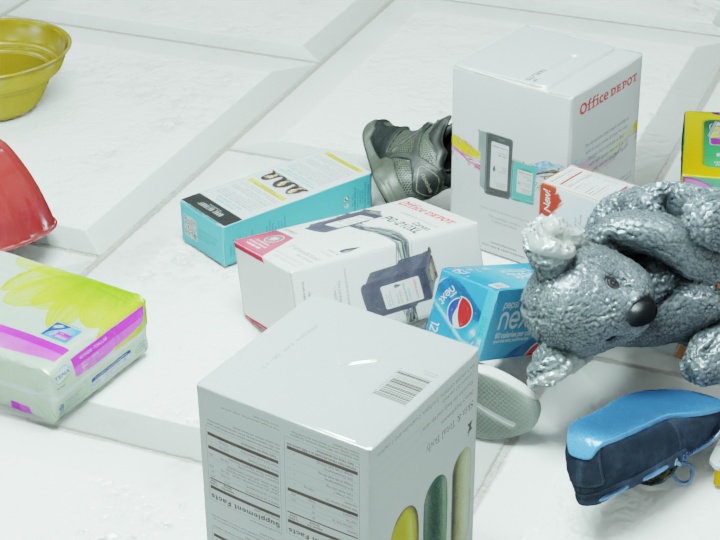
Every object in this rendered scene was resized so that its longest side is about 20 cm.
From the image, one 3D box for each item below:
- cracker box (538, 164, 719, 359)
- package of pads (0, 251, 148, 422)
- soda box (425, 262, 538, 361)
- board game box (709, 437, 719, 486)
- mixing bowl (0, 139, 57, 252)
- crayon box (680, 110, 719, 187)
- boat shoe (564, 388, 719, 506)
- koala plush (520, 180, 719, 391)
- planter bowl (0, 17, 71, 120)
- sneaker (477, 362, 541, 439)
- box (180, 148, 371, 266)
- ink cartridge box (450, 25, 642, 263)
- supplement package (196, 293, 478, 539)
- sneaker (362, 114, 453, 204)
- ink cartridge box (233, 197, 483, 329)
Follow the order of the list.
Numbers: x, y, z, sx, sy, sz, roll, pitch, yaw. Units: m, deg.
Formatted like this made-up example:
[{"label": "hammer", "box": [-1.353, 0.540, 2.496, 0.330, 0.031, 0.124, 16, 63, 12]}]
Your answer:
[{"label": "cracker box", "box": [0.262, -0.006, 1.560, 0.200, 0.134, 0.058, 22, 36, 35]}, {"label": "package of pads", "box": [-0.313, 0.055, 1.530, 0.199, 0.068, 0.154, 16, 34, 26]}, {"label": "soda box", "box": [0.145, 0.035, 1.491, 0.064, 0.068, 0.200, 23, 15, 35]}, {"label": "board game box", "box": [0.418, 0.144, 1.400, 0.199, 0.026, 0.200, 13, 32, 22]}, {"label": "mixing bowl", "box": [-0.419, -0.080, 1.686, 0.199, 0.109, 0.200, -9, 16, 3]}, {"label": "crayon box", "box": [0.456, -0.112, 1.824, 0.199, 0.058, 0.173, 5, 31, 10]}, {"label": "boat shoe", "box": [0.229, 0.144, 1.359, 0.200, 0.069, 0.084, -9, 16, -40]}, {"label": "koala plush", "box": [0.214, 0.017, 1.411, 0.200, 0.178, 0.184, -19, 27, -34]}, {"label": "planter bowl", "box": [-0.455, -0.240, 2.042, 0.200, 0.084, 0.201, 0, 30, 0]}, {"label": "sneaker", "box": [0.075, 0.090, 1.462, 0.200, 0.071, 0.080, 16, 31, 28]}, {"label": "box", "box": [-0.088, -0.070, 1.767, 0.200, 0.049, 0.082, -22, 36, -33]}, {"label": "ink cartridge box", "box": [0.192, -0.129, 1.712, 0.146, 0.201, 0.147, 20, 35, 32]}, {"label": "supplement package", "box": [-0.014, 0.153, 1.215, 0.150, 0.201, 0.152, 18, 34, 28]}, {"label": "sneaker", "box": [0.064, -0.128, 1.801, 0.114, 0.076, 0.200, -25, 21, 3]}, {"label": "ink cartridge box", "box": [0.000, 0.000, 1.579, 0.199, 0.085, 0.145, -15, 19, -23]}]
